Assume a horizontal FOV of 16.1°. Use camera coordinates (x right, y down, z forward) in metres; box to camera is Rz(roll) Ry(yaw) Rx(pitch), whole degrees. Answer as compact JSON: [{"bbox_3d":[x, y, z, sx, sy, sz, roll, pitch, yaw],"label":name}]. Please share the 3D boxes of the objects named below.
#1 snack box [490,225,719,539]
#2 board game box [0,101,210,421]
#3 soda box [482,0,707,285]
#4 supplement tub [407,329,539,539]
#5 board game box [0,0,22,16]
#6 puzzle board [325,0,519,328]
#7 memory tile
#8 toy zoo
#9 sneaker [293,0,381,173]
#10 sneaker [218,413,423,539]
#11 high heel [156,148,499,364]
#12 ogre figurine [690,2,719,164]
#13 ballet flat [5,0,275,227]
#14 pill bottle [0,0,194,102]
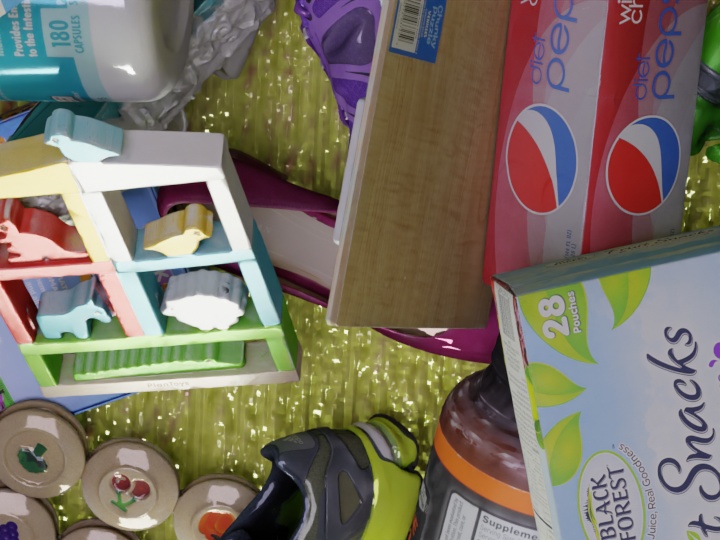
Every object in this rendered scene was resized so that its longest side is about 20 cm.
[{"bbox_3d":[0.158,0.085,1.105,0.168,0.068,0.201,-11,98,-5],"label":"snack box"},{"bbox_3d":[-0.179,0.004,1.265,0.199,0.037,0.152,-19,100,16],"label":"board game box"},{"bbox_3d":[0.108,-0.084,1.147,0.070,0.063,0.201,20,110,51],"label":"soda box"},{"bbox_3d":[0.078,0.118,1.198,0.107,0.107,0.201,17,113,7],"label":"supplement tub"},{"bbox_3d":[-0.153,-0.221,1.072,0.200,0.056,0.196,-38,62,-15],"label":"board game box"},{"bbox_3d":[0.036,-0.074,1.124,0.017,0.151,0.201,11,94,28],"label":"puzzle board"},{"bbox_3d":[-0.154,0.140,1.285,0.199,0.017,0.154,22,116,-4],"label":"memory tile"},{"bbox_3d":[-0.109,-0.008,1.156,0.131,0.021,0.200,-4,144,11],"label":"toy zoo"},{"bbox_3d":[0.008,-0.101,1.179,0.083,0.081,0.201,1,85,26],"label":"sneaker"},{"bbox_3d":[-0.039,0.162,1.247,0.081,0.074,0.201,8,104,-33],"label":"sneaker"},{"bbox_3d":[0.000,0.000,1.196,0.200,0.096,0.067,31,108,2],"label":"high heel"},{"bbox_3d":[0.224,-0.094,1.127,0.098,0.200,0.120,4,99,-36],"label":"ogre figurine"},{"bbox_3d":[-0.093,-0.097,1.195,0.072,0.072,0.200,41,81,-1],"label":"ballet flat"},{"bbox_3d":[-0.179,-0.129,1.118,0.199,0.111,0.111,0,105,8],"label":"pill bottle"}]
